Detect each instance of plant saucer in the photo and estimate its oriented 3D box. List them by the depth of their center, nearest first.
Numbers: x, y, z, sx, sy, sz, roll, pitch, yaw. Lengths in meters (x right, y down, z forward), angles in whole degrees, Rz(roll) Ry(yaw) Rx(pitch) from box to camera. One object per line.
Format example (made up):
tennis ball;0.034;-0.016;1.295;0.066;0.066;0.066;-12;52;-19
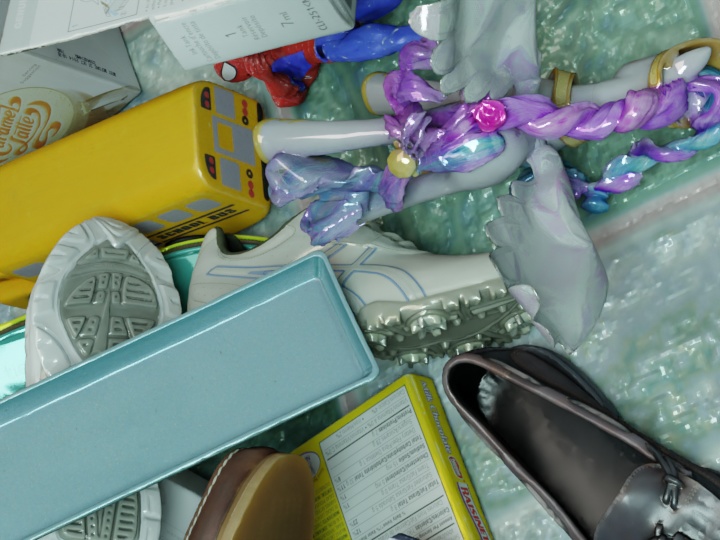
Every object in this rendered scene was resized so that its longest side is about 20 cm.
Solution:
plant saucer;-0.092;0.063;0.880;0.199;0.019;0.070;-25;65;-2

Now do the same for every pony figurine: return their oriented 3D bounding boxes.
pony figurine;0.057;-0.060;0.852;0.199;0.193;0.168;-7;103;34

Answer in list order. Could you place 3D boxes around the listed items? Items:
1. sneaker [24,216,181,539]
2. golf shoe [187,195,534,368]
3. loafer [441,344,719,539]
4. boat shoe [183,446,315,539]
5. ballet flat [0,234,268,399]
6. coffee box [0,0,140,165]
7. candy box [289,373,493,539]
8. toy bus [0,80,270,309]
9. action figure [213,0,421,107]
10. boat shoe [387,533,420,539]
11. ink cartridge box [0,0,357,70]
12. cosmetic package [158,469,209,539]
sneaker;-0.142;0.070;0.957;0.099;0.077;0.201;-42;37;53
golf shoe;0.000;0.000;0.937;0.199;0.078;0.098;-11;70;21
loafer;0.109;0.099;0.850;0.200;0.063;0.072;40;105;37
boat shoe;-0.077;0.173;0.877;0.070;0.070;0.201;14;88;35
ballet flat;-0.115;0.028;1.032;0.199;0.067;0.067;-18;88;4
coffee box;-0.240;-0.088;1.135;0.200;0.114;0.080;-37;59;26
candy box;-0.026;0.144;0.971;0.200;0.026;0.103;-35;63;28
toy bus;-0.137;-0.037;1.065;0.199;0.078;0.066;-19;69;34
action figure;-0.023;-0.128;0.977;0.199;0.099;0.066;-14;72;47
boat shoe;0.060;0.195;0.838;0.199;0.074;0.093;30;139;37
ink cartridge box;-0.082;-0.187;0.976;0.172;0.044;0.201;-11;53;22
cosmetic package;-0.103;0.179;0.975;0.199;0.052;0.152;24;92;40
